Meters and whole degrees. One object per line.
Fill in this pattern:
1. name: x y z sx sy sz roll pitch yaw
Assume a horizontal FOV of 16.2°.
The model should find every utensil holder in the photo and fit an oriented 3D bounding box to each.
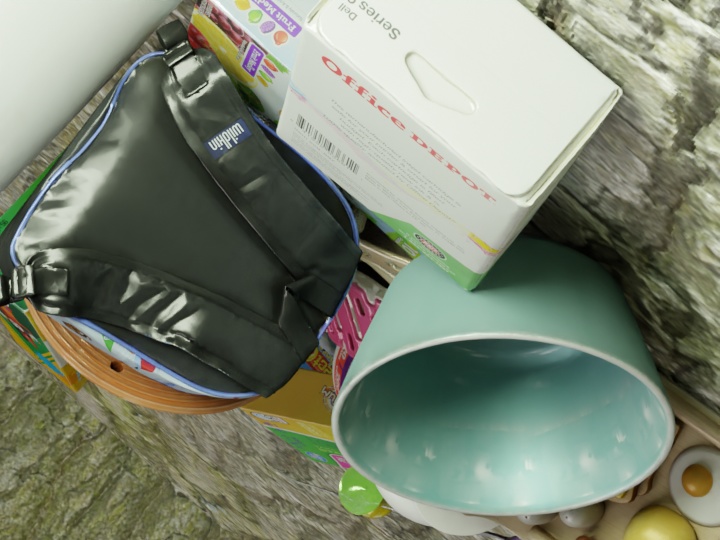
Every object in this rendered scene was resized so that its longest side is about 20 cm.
1. utensil holder: -0.209 -0.169 1.501 0.170 0.200 0.170 39 166 11

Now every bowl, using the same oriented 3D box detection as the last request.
1. bowl: 0.085 0.051 1.484 0.200 0.105 0.201 3 146 2

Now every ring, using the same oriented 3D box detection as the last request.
1. ring: -0.128 0.008 1.627 0.200 0.200 0.019 40 137 3

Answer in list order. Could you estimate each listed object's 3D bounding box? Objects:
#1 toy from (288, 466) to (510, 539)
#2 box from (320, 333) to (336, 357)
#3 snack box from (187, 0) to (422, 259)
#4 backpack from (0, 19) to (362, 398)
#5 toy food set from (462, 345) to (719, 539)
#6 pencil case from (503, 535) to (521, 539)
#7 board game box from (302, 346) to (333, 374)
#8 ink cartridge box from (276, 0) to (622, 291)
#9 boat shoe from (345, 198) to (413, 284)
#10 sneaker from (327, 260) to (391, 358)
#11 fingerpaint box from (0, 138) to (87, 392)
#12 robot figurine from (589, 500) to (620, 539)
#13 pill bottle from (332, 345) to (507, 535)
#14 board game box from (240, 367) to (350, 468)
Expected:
1. toy: 0.043 0.159 1.816 0.115 0.047 0.200 14 179 26
2. box: -0.016 0.030 1.924 0.200 0.048 0.122 40 167 1
3. snack box: -0.013 -0.098 1.492 0.200 0.053 0.142 41 168 0
4. backpack: -0.104 -0.015 1.526 0.190 0.200 0.154 37 175 -7
5. toy food set: 0.171 0.147 1.545 0.200 0.144 0.060 36 -162 21
6. pencil case: 0.128 0.248 1.860 0.086 0.084 0.200 52 178 16
7. board game box: -0.095 0.033 2.142 0.200 0.056 0.196 24 159 51
8. ink cartridge box: 0.041 -0.083 1.318 0.145 0.088 0.200 40 168 4
9. boat shoe: -0.001 -0.044 1.610 0.200 0.072 0.065 34 161 6
10. sneaker: 0.000 0.000 1.708 0.200 0.087 0.074 26 139 51
11. fingerpaint box: -0.189 -0.029 1.892 0.073 0.200 0.167 37 167 20
12. robot figurine: 0.182 0.179 1.689 0.200 0.124 0.151 58 -171 -51
13. pill bottle: 0.050 0.098 1.697 0.112 0.112 0.200 47 -174 -23
14. board game box: 0.029 0.124 1.900 0.199 0.041 0.153 10 165 25
